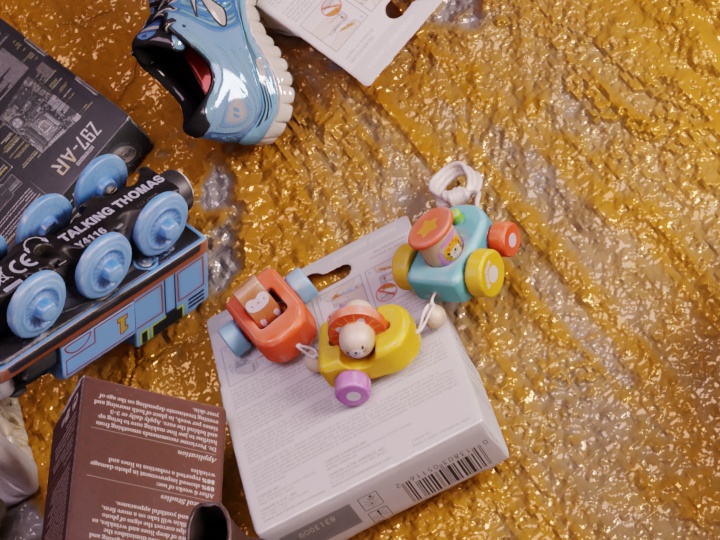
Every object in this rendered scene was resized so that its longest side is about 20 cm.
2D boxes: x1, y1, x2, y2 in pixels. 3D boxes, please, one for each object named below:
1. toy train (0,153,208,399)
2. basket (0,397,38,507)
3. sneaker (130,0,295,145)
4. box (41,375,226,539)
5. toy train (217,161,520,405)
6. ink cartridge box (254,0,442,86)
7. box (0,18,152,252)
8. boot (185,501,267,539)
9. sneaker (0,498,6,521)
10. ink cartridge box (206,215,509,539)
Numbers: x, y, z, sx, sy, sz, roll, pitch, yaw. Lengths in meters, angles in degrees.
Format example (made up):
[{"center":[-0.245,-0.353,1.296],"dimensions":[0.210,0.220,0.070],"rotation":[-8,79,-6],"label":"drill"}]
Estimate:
[{"center":[-0.184,0.009,1.462],"dimensions":[0.087,0.115,0.200],"rotation":[31,50,31],"label":"toy train"},{"center":[-0.334,0.105,1.501],"dimensions":[0.199,0.136,0.124],"rotation":[-21,57,11],"label":"basket"},{"center":[-0.118,-0.176,1.537],"dimensions":[0.078,0.090,0.201],"rotation":[-43,66,47],"label":"sneaker"},{"center":[-0.142,0.174,1.382],"dimensions":[0.100,0.075,0.201],"rotation":[15,50,-17],"label":"box"},{"center":[0.000,0.000,1.430],"dimensions":[0.200,0.056,0.150],"rotation":[-36,43,1],"label":"toy train"},{"center":[-0.007,-0.229,1.583],"dimensions":[0.200,0.050,0.162],"rotation":[38,84,27],"label":"ink cartridge box"},{"center":[-0.268,-0.064,1.607],"dimensions":[0.160,0.044,0.200],"rotation":[36,83,32],"label":"box"},{"center":[-0.066,0.249,1.301],"dimensions":[0.072,0.166,0.201],"rotation":[-9,63,19],"label":"boot"},{"center":[-0.197,0.210,1.431],"dimensions":[0.200,0.070,0.076],"rotation":[29,75,27],"label":"sneaker"},{"center":[-0.008,0.075,1.445],"dimensions":[0.160,0.047,0.200],"rotation":[-28,42,9],"label":"ink cartridge box"}]
